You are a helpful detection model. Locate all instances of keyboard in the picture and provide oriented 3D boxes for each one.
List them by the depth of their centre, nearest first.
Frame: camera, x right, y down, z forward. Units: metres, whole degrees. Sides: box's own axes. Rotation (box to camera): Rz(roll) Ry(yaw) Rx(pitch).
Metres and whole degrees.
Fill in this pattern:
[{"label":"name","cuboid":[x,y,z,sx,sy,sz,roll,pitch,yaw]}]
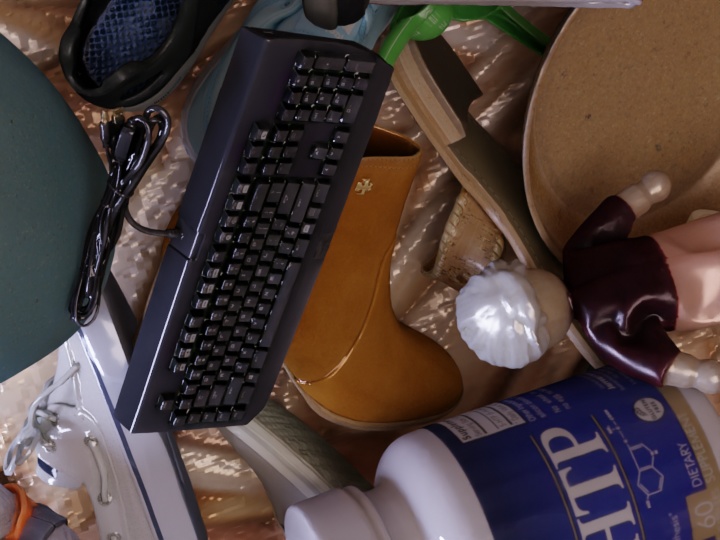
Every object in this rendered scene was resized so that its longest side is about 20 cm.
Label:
[{"label":"keyboard","cuboid":[-0.065,-0.012,0.733,0.127,0.021,0.200,3,121,-33]}]

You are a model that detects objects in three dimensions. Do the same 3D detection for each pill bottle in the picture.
[{"label":"pill bottle","cuboid":[0.072,0.124,0.820,0.200,0.120,0.120,-18,107,-16]}]

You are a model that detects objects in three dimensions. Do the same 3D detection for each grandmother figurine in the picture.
[{"label":"grandmother figurine","cuboid":[0.145,0.009,0.825,0.200,0.121,0.061,-10,138,-4]}]

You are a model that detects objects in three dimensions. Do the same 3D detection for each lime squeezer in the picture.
[{"label":"lime squeezer","cuboid":[0.043,-0.115,0.833,0.200,0.038,0.071,-18,98,-51]}]

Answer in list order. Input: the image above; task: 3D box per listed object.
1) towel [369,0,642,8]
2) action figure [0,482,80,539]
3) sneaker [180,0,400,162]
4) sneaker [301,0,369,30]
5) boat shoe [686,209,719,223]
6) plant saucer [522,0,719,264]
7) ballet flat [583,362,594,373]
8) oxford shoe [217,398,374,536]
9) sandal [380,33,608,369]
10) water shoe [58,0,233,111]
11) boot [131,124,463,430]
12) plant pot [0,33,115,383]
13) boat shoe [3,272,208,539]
[{"label":"towel","cuboid":[0.059,-0.220,0.806,0.144,0.023,0.200,-1,80,-6]},{"label":"action figure","cuboid":[-0.168,0.177,0.834,0.105,0.200,0.194,-50,123,-44]},{"label":"sneaker","cuboid":[-0.012,-0.126,0.824,0.074,0.082,0.200,29,94,-21]},{"label":"sneaker","cuboid":[0.036,-0.194,0.749,0.114,0.076,0.200,14,74,3]},{"label":"boat shoe","cuboid":[0.238,0.029,0.928,0.200,0.073,0.062,24,110,-34]},{"label":"plant saucer","cuboid":[0.156,-0.088,0.881,0.200,0.035,0.200,-15,121,-27]},{"label":"ballet flat","cuboid":[0.149,0.140,0.940,0.073,0.073,0.200,2,102,-16]},{"label":"oxford shoe","cuboid":[-0.015,0.134,0.891,0.058,0.075,0.200,-41,112,9]},{"label":"sandal","cuboid":[0.056,-0.025,0.888,0.070,0.078,0.212,-27,104,25]},{"label":"water shoe","cuboid":[-0.073,-0.163,0.791,0.071,0.079,0.200,27,95,1]},{"label":"boot","cuboid":[-0.001,-0.001,0.825,0.201,0.071,0.144,12,123,-34]},{"label":"plant pot","cuboid":[-0.188,-0.022,0.754,0.135,0.200,0.200,16,99,-40]},{"label":"boat shoe","cuboid":[-0.139,0.084,0.849,0.086,0.075,0.202,-17,114,-2]}]
